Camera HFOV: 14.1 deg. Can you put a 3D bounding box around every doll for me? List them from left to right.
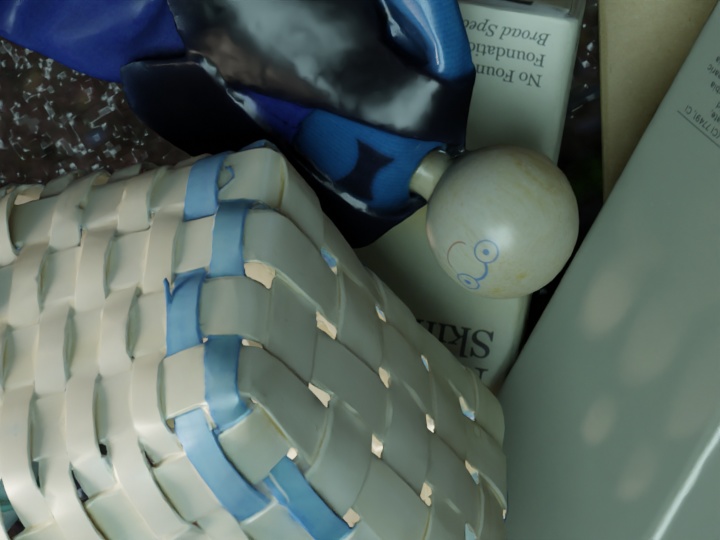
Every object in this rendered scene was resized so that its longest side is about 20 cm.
[{"bbox_3d":[-0.031,-0.054,0.755,0.200,0.048,0.137,31,128,6],"label":"doll"}]

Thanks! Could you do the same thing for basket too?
[{"bbox_3d":[-0.070,0.065,0.756,0.200,0.139,0.176,-24,132,20],"label":"basket"}]

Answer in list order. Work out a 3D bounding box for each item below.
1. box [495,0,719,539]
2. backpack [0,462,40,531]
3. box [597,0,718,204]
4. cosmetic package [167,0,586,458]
[{"bbox_3d":[0.103,0.017,0.782,0.068,0.082,0.200,14,113,-40],"label":"box"},{"bbox_3d":[-0.189,0.033,0.840,0.200,0.167,0.127,27,115,-13],"label":"backpack"},{"bbox_3d":[0.149,-0.042,0.829,0.163,0.021,0.201,-1,114,7],"label":"box"},{"bbox_3d":[0.000,0.000,0.841,0.105,0.071,0.201,9,114,4],"label":"cosmetic package"}]
